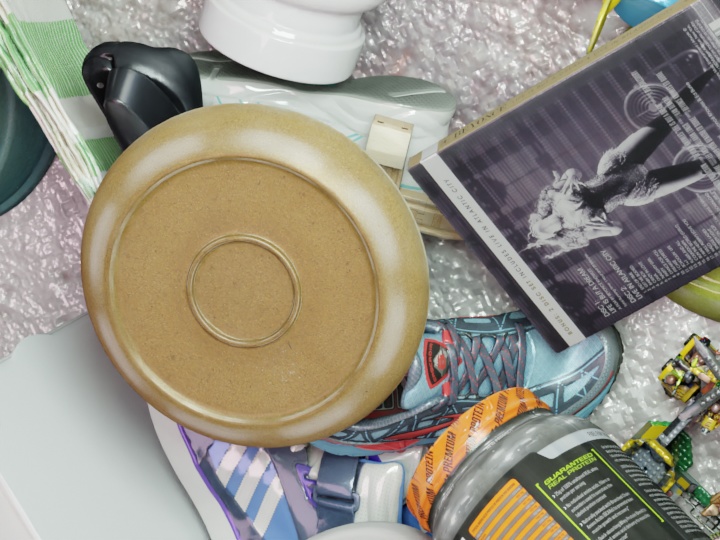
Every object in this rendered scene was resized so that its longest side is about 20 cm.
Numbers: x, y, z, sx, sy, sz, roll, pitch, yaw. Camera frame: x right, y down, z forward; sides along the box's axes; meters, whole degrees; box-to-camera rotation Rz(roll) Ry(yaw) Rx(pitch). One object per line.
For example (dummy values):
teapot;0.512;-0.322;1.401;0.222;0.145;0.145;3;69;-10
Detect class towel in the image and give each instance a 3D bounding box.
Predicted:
towel;-0.153;-0.083;1.736;0.023;0.153;0.201;-33;89;12

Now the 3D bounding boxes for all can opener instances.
can opener;-0.100;-0.055;1.710;0.063;0.079;0.200;-1;140;31

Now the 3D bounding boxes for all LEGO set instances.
LEGO set;0.222;0.134;1.638;0.154;0.116;0.200;-41;86;29

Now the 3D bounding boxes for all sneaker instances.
sneaker;-0.031;0.105;1.778;0.146;0.081;0.201;-23;91;20
sneaker;-0.043;-0.080;1.729;0.199;0.070;0.081;13;113;21
sneaker;0.051;0.065;1.685;0.199;0.096;0.080;-13;78;7

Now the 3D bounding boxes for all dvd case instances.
dvd case;0.148;-0.052;1.597;0.199;0.016;0.149;-30;118;21

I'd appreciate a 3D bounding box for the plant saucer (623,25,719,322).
plant saucer;0.213;-0.060;1.637;0.199;0.031;0.201;8;109;23

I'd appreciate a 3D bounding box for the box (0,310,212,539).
box;-0.190;0.154;1.791;0.130;0.199;0.201;-33;90;29

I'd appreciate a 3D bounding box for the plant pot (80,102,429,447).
plant pot;-0.062;0.008;1.631;0.199;0.028;0.201;4;109;10

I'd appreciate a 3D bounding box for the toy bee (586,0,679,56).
toy bee;0.166;-0.181;1.578;0.199;0.109;0.132;-7;62;19

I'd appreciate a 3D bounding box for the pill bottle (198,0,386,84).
pill bottle;-0.020;-0.214;1.652;0.115;0.116;0.201;25;114;17

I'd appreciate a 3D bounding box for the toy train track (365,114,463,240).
toy train track;0.000;0.000;1.717;0.114;0.033;0.201;14;130;3

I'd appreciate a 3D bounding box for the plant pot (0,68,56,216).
plant pot;-0.309;-0.101;1.775;0.199;0.196;0.202;7;107;23

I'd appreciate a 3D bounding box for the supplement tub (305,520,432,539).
supplement tub;0.022;0.257;1.719;0.140;0.141;0.201;-4;133;26

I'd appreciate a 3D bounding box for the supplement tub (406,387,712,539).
supplement tub;0.123;0.164;1.608;0.200;0.122;0.123;46;120;26
